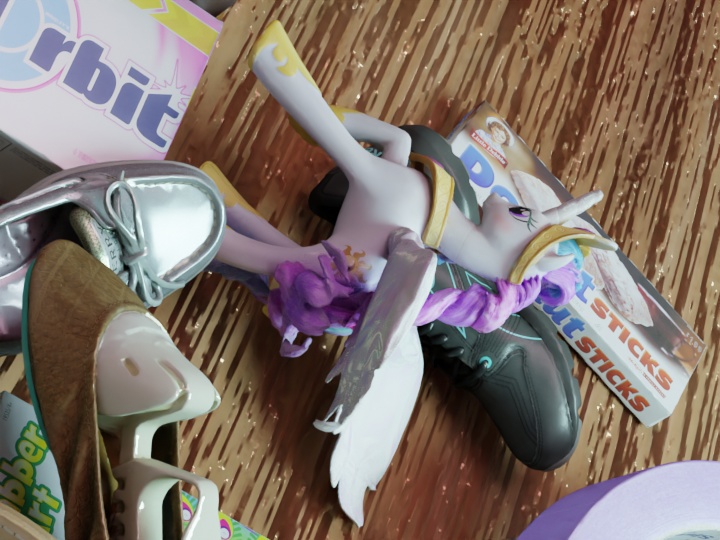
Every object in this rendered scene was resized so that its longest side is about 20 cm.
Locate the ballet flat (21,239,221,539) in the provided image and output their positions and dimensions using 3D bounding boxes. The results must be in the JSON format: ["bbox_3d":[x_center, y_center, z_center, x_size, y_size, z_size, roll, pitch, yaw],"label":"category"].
[{"bbox_3d":[-0.088,0.080,0.852,0.068,0.072,0.200,13,68,-52],"label":"ballet flat"}]

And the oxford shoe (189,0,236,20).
[{"bbox_3d":[-0.070,-0.183,1.129,0.071,0.073,0.200,39,25,-18],"label":"oxford shoe"}]

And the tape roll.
[{"bbox_3d":[0.160,0.197,1.058,0.200,0.066,0.200,6,75,-23],"label":"tape roll"}]

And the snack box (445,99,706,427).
[{"bbox_3d":[0.119,-0.004,1.243,0.200,0.024,0.072,47,42,-8],"label":"snack box"}]

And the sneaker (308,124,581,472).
[{"bbox_3d":[0.043,0.023,1.133,0.079,0.075,0.200,-24,78,-30],"label":"sneaker"}]

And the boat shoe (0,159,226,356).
[{"bbox_3d":[-0.139,0.002,0.917,0.202,0.065,0.075,-16,104,-31],"label":"boat shoe"}]

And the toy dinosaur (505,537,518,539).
[{"bbox_3d":[0.147,0.189,1.125,0.200,0.060,0.106,34,65,-12],"label":"toy dinosaur"}]

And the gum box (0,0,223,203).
[{"bbox_3d":[-0.176,-0.113,0.984,0.200,0.066,0.114,33,61,-23],"label":"gum box"}]

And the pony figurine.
[{"bbox_3d":[0.000,0.000,1.029,0.200,0.167,0.193,30,70,10],"label":"pony figurine"}]

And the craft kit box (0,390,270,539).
[{"bbox_3d":[-0.101,0.179,0.893,0.197,0.049,0.200,30,46,-21],"label":"craft kit box"}]

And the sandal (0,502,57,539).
[{"bbox_3d":[-0.112,0.176,0.793,0.212,0.078,0.070,52,34,-10],"label":"sandal"}]
